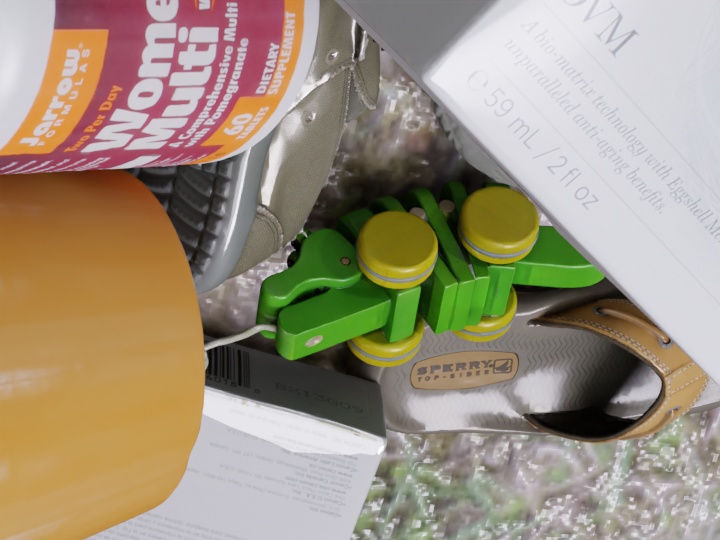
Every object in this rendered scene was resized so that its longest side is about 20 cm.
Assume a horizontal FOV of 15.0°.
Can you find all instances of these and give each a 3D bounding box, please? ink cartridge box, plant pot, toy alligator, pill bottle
[{"bbox_3d":[-0.072,0.125,1.068,0.108,0.050,0.201,16,114,-9],"label":"ink cartridge box"},{"bbox_3d":[-0.161,0.034,0.928,0.182,0.200,0.201,-6,121,-32],"label":"plant pot"},{"bbox_3d":[0.000,0.000,1.024,0.199,0.054,0.059,-14,144,-18],"label":"toy alligator"},{"bbox_3d":[-0.113,-0.085,0.865,0.199,0.109,0.110,-7,126,-52],"label":"pill bottle"}]

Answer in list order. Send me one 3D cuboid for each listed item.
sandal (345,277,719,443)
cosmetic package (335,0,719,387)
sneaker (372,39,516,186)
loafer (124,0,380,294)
[{"bbox_3d":[0.095,0.034,1.079,0.199,0.055,0.082,-6,119,-14],"label":"sandal"},{"bbox_3d":[0.113,-0.098,0.798,0.200,0.123,0.199,-46,132,3],"label":"cosmetic package"},{"bbox_3d":[0.046,-0.093,0.946,0.200,0.072,0.073,57,53,-67],"label":"sneaker"},{"bbox_3d":[-0.029,-0.088,0.971,0.069,0.075,0.201,-7,125,-51],"label":"loafer"}]
